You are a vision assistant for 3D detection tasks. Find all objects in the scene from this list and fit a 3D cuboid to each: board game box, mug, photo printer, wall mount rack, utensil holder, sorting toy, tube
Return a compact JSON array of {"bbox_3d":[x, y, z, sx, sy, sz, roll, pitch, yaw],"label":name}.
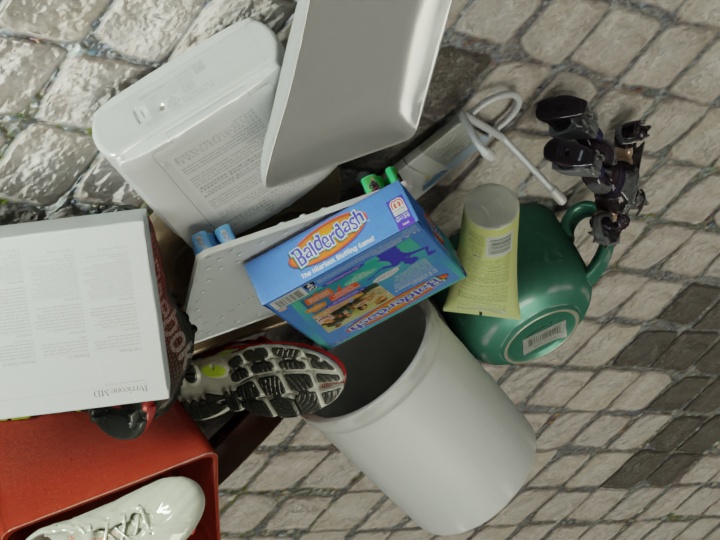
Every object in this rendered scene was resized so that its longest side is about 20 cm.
[{"bbox_3d":[-0.065,-0.011,1.664,0.200,0.026,0.200,-20,160,-19],"label":"board game box"},{"bbox_3d":[0.167,0.014,1.920,0.152,0.115,0.185,3,138,-43],"label":"mug"},{"bbox_3d":[-0.108,-0.103,1.551,0.166,0.070,0.200,-31,151,4],"label":"photo printer"},{"bbox_3d":[0.095,-0.074,1.767,0.200,0.075,0.174,-38,153,17],"label":"wall mount rack"},{"bbox_3d":[0.058,0.146,1.898,0.170,0.170,0.200,-35,120,11],"label":"utensil holder"},{"bbox_3d":[-0.111,-0.010,1.732,0.185,0.037,0.200,-18,144,-19],"label":"sorting toy"},{"bbox_3d":[0.117,-0.008,1.775,0.052,0.058,0.200,-37,154,-19],"label":"tube"},{"bbox_3d":[0.000,0.000,1.666,0.152,0.045,0.200,-28,160,6],"label":"board game box"}]

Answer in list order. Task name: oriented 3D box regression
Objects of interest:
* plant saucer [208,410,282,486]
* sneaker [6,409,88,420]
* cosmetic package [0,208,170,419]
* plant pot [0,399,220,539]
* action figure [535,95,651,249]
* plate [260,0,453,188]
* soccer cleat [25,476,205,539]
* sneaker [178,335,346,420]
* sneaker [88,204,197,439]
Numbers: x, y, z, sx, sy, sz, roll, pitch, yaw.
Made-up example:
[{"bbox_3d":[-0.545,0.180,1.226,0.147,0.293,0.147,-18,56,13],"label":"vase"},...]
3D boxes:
[{"bbox_3d":[-0.144,0.189,1.922,0.200,0.032,0.200,-43,-176,4],"label":"plant saucer"},{"bbox_3d":[-0.298,0.083,1.672,0.199,0.084,0.074,-1,147,-10],"label":"sneaker"},{"bbox_3d":[-0.260,0.038,1.520,0.199,0.052,0.151,-7,104,-3],"label":"cosmetic package"},{"bbox_3d":[-0.256,0.180,1.750,0.200,0.176,0.200,-21,149,-16],"label":"plant pot"},{"bbox_3d":[0.236,-0.094,1.822,0.069,0.131,0.200,-3,160,30],"label":"action figure"},{"bbox_3d":[-0.002,-0.176,1.490,0.200,0.032,0.200,-23,136,-48],"label":"plate"},{"bbox_3d":[-0.225,0.234,1.618,0.200,0.069,0.078,-29,147,6],"label":"soccer cleat"},{"bbox_3d":[-0.095,0.089,1.796,0.200,0.077,0.085,-3,-155,33],"label":"sneaker"},{"bbox_3d":[-0.186,0.038,1.607,0.098,0.071,0.201,-23,116,-54],"label":"sneaker"}]
